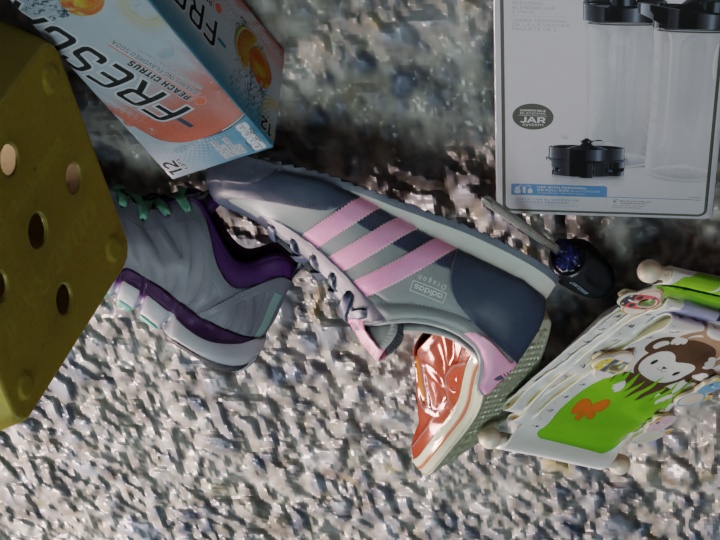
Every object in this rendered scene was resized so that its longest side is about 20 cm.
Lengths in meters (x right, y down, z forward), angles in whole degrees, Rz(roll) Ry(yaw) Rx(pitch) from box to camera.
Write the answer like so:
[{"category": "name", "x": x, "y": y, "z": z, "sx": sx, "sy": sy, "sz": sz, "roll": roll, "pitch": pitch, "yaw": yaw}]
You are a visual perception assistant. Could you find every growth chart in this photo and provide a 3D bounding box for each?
[{"category": "growth chart", "x": 0.162, "y": 0.059, "z": 1.320, "sx": 0.144, "sy": 0.018, "sz": 0.200, "roll": 8, "pitch": 141, "yaw": -33}]

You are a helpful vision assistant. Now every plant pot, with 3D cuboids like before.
[{"category": "plant pot", "x": -0.231, "y": -0.022, "z": 1.109, "sx": 0.176, "sy": 0.200, "sz": 0.200, "roll": 1, "pitch": 129, "yaw": 24}]

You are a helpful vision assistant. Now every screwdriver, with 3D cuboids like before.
[{"category": "screwdriver", "x": 0.100, "y": -0.013, "z": 1.196, "sx": 0.029, "sy": 0.028, "sz": 0.200, "roll": 32, "pitch": -179, "yaw": 21}]

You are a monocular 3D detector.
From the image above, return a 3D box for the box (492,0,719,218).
[{"category": "box", "x": 0.120, "y": -0.113, "z": 1.109, "sx": 0.116, "sy": 0.060, "sz": 0.200, "roll": 3, "pitch": 141, "yaw": 5}]

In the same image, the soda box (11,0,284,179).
[{"category": "soda box", "x": -0.114, "y": -0.134, "z": 1.107, "sx": 0.063, "sy": 0.069, "sz": 0.200, "roll": -16, "pitch": 137, "yaw": 26}]

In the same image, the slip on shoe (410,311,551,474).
[{"category": "slip on shoe", "x": 0.061, "y": 0.059, "z": 1.335, "sx": 0.061, "sy": 0.074, "sz": 0.200, "roll": 48, "pitch": 156, "yaw": 18}]

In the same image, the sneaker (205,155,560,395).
[{"category": "sneaker", "x": 0.000, "y": 0.000, "z": 1.212, "sx": 0.199, "sy": 0.082, "sz": 0.070, "roll": 21, "pitch": 175, "yaw": 11}]

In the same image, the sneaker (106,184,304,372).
[{"category": "sneaker", "x": -0.126, "y": -0.028, "z": 1.264, "sx": 0.200, "sy": 0.074, "sz": 0.088, "roll": 31, "pitch": 101, "yaw": -14}]
